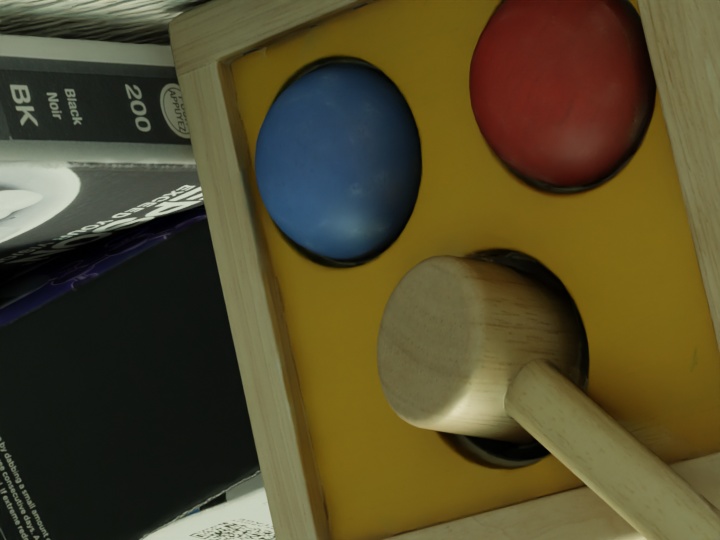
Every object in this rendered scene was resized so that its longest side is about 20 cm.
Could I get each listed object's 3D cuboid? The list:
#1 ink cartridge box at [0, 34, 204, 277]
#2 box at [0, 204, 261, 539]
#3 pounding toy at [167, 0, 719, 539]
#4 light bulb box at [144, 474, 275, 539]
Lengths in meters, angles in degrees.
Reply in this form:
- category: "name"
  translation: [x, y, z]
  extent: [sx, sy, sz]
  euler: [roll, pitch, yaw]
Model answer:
- category: "ink cartridge box"
  translation: [-0.122, -0.019, 0.818]
  extent: [0.197, 0.044, 0.200]
  euler: [-17, 173, 33]
- category: "box"
  translation: [-0.110, 0.042, 0.893]
  extent: [0.141, 0.079, 0.200]
  euler: [-26, -171, -24]
- category: "pounding toy"
  translation: [0.056, 0.009, 0.706]
  extent: [0.183, 0.201, 0.142]
  euler: [-18, 170, 38]
- category: "light bulb box"
  translation: [0.052, 0.032, 0.969]
  extent: [0.197, 0.126, 0.200]
  euler: [12, 163, -24]
